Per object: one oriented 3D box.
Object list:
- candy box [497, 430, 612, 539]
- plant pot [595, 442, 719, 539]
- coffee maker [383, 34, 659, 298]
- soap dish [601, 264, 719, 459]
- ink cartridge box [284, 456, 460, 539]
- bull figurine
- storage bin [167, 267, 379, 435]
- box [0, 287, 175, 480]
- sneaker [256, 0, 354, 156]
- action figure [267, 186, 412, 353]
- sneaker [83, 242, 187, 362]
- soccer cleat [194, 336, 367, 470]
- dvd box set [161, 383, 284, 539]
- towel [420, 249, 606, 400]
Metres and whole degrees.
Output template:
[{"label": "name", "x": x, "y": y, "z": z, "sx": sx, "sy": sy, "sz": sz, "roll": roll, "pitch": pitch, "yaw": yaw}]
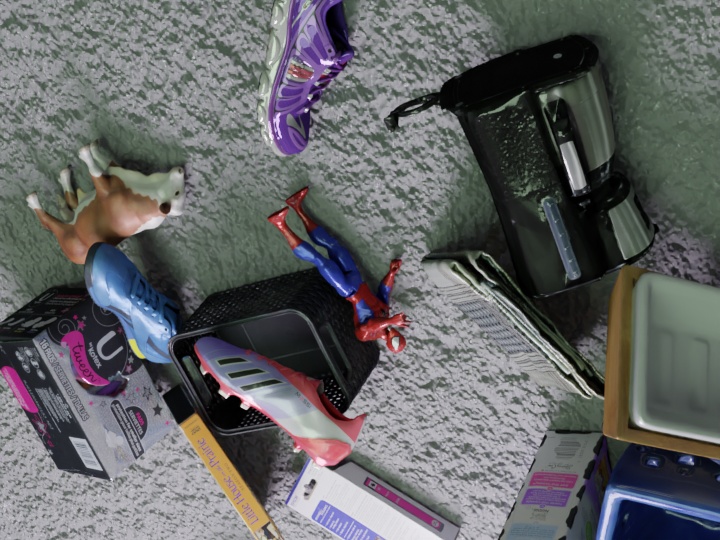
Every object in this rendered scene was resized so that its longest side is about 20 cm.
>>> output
[{"label": "candy box", "x": 0.212, "y": 0.293, "z": 1.360, "sx": 0.071, "sy": 0.200, "sz": 0.169, "roll": -1, "pitch": 119, "yaw": 26}, {"label": "plant pot", "x": 0.343, "y": 0.253, "z": 1.285, "sx": 0.198, "sy": 0.180, "sz": 0.202, "roll": 12, "pitch": 123, "yaw": 18}, {"label": "coffee maker", "x": 0.154, "y": -0.089, "z": 1.198, "sx": 0.191, "sy": 0.135, "sz": 0.201, "roll": -6, "pitch": 118, "yaw": 33}, {"label": "soap dish", "x": 0.310, "y": 0.094, "z": 1.186, "sx": 0.198, "sy": 0.159, "sz": 0.081, "roll": 13, "pitch": 159, "yaw": -19}, {"label": "ink cartridge box", "x": 0.013, "y": 0.294, "z": 1.562, "sx": 0.199, "sy": 0.037, "sz": 0.095, "roll": 30, "pitch": 129, "yaw": 3}, {"label": "bull figurine", "x": -0.281, "y": -0.077, "z": 1.455, "sx": 0.199, "sy": 0.065, "sz": 0.122, "roll": -32, "pitch": 99, "yaw": 35}, {"label": "storage bin", "x": -0.096, "y": 0.090, "z": 1.451, "sx": 0.198, "sy": 0.094, "sz": 0.136, "roll": -14, "pitch": 112, "yaw": 31}, {"label": "box", "x": -0.332, "y": 0.131, "z": 1.559, "sx": 0.131, "sy": 0.115, "sz": 0.201, "roll": -1, "pitch": 122, "yaw": 47}, {"label": "sneaker", "x": -0.049, "y": -0.196, "z": 1.262, "sx": 0.083, "sy": 0.081, "sz": 0.201, "roll": 17, "pitch": 125, "yaw": 8}, {"label": "action figure", "x": 0.000, "y": 0.000, "z": 1.364, "sx": 0.099, "sy": 0.065, "sz": 0.201, "roll": -24, "pitch": 108, "yaw": 44}, {"label": "sneaker", "x": -0.242, "y": 0.036, "z": 1.478, "sx": 0.078, "sy": 0.066, "sz": 0.201, "roll": 4, "pitch": 145, "yaw": 23}, {"label": "soccer cleat", "x": -0.085, "y": 0.125, "z": 1.379, "sx": 0.200, "sy": 0.067, "sz": 0.077, "roll": 39, "pitch": 97, "yaw": 6}, {"label": "dvd box set", "x": -0.162, "y": 0.237, "z": 1.556, "sx": 0.029, "sy": 0.146, "sz": 0.201, "roll": -34, "pitch": 105, "yaw": -8}, {"label": "towel", "x": 0.144, "y": 0.054, "z": 1.274, "sx": 0.193, "sy": 0.035, "sz": 0.200, "roll": 46, "pitch": 172, "yaw": -7}]
